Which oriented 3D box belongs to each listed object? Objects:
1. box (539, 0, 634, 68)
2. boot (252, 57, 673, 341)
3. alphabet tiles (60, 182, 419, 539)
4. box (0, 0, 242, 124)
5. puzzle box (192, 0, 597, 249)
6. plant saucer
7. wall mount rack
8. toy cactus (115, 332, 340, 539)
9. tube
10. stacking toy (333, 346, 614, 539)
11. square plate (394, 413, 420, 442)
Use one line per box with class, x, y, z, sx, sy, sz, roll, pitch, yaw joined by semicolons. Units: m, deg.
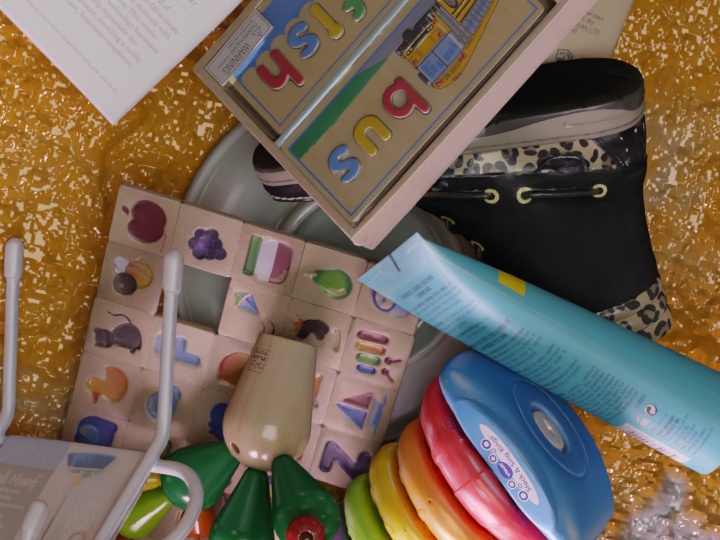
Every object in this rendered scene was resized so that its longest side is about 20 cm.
box;0.115;-0.202;1.511;0.077;0.095;0.201;21;98;-15
boot;0.057;-0.019;1.493;0.202;0.074;0.154;-9;120;10
alphabet tiles;-0.067;0.065;1.529;0.166;0.008;0.201;17;118;2
box;-0.100;-0.192;1.469;0.200;0.097;0.124;-44;105;1
puzzle box;0.026;-0.126;1.420;0.200;0.025;0.133;-48;66;9
plant saucer;0.000;0.000;1.552;0.199;0.050;0.201;-2;101;-11
wall mount rack;-0.159;0.075;1.481;0.075;0.199;0.174;55;53;-40
toy cactus;-0.065;0.113;1.485;0.102;0.200;0.166;15;88;-31
tube;0.099;0.038;1.462;0.199;0.077;0.051;27;60;-13
stacking toy;0.022;0.136;1.503;0.200;0.110;0.116;-37;87;20
square plate;0.043;0.206;1.546;0.200;0.028;0.198;43;95;13
